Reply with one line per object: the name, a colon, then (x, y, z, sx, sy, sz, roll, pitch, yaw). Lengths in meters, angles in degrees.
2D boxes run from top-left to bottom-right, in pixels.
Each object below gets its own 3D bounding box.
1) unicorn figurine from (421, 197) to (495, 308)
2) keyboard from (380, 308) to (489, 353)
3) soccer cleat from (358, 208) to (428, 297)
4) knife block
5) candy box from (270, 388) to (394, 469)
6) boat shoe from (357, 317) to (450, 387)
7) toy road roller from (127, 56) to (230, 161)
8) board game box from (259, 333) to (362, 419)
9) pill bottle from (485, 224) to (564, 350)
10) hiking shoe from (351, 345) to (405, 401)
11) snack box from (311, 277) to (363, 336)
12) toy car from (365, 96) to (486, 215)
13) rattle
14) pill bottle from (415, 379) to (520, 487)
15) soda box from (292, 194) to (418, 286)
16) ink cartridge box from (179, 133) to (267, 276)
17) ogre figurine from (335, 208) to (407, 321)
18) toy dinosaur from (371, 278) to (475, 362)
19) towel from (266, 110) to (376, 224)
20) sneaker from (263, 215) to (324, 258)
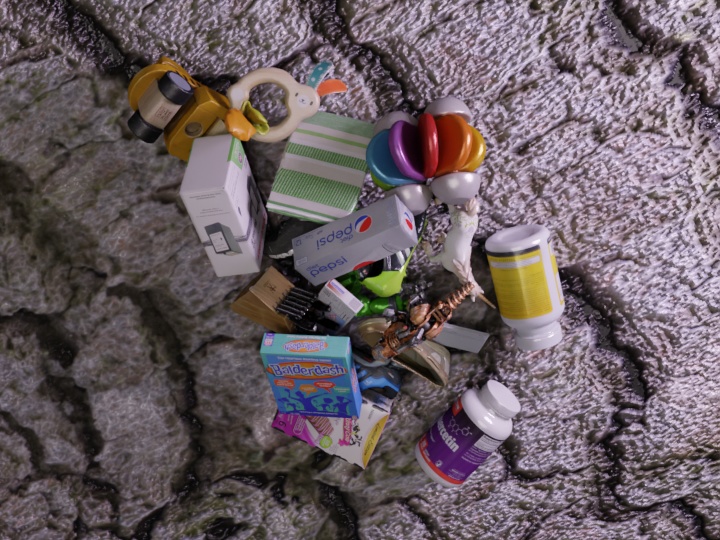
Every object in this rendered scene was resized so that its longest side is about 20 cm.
unicorn figurine: (0.166, -0.042, 1.667, 0.074, 0.137, 0.201, -16, 123, -22)
keyboard: (0.129, 0.109, 1.752, 0.199, 0.011, 0.056, 15, 140, -12)
soccer cleat: (0.058, -0.053, 1.673, 0.081, 0.067, 0.201, 26, 75, -27)
knife block: (-0.129, 0.080, 1.744, 0.176, 0.064, 0.200, 44, 154, -8)
candy box: (-0.053, 0.272, 1.855, 0.199, 0.061, 0.137, 23, 111, 2)
boat shoe: (0.079, 0.145, 1.742, 0.200, 0.063, 0.073, 31, 136, -30)
toy road roller: (-0.308, -0.285, 1.700, 0.200, 0.146, 0.123, 26, 117, -39)
board game box: (-0.084, 0.188, 1.726, 0.152, 0.045, 0.200, 2, 140, 11)
pill bottle: (0.287, 0.030, 1.677, 0.112, 0.112, 0.201, -11, 106, 14)
hiking shoe: (-0.017, 0.183, 1.801, 0.199, 0.074, 0.087, 11, 91, 8)
snack box: (-0.050, 0.070, 1.724, 0.072, 0.200, 0.024, 40, 69, 0)
toy car: (0.097, -0.192, 1.592, 0.199, 0.150, 0.176, -13, 77, 21)
rattle: (-0.122, -0.285, 1.610, 0.199, 0.143, 0.131, -11, 86, 2)
pill bottle: (0.198, 0.295, 1.786, 0.112, 0.112, 0.200, 38, 111, -3)
soda box: (-0.010, -0.047, 1.600, 0.199, 0.064, 0.068, -22, 144, 20)
ink cartridge box: (-0.229, -0.110, 1.675, 0.084, 0.146, 0.200, -7, 136, 10)
ogre figurine: (0.000, 0.000, 1.734, 0.120, 0.098, 0.200, -29, 113, 7)
toy dinosaur: (0.108, 0.084, 1.644, 0.199, 0.136, 0.102, -15, 112, 14)
towel: (-0.063, -0.175, 1.661, 0.152, 0.023, 0.201, 14, 70, 6)
sneaker: (-0.111, -0.084, 1.718, 0.200, 0.067, 0.091, -20, 126, 34)
